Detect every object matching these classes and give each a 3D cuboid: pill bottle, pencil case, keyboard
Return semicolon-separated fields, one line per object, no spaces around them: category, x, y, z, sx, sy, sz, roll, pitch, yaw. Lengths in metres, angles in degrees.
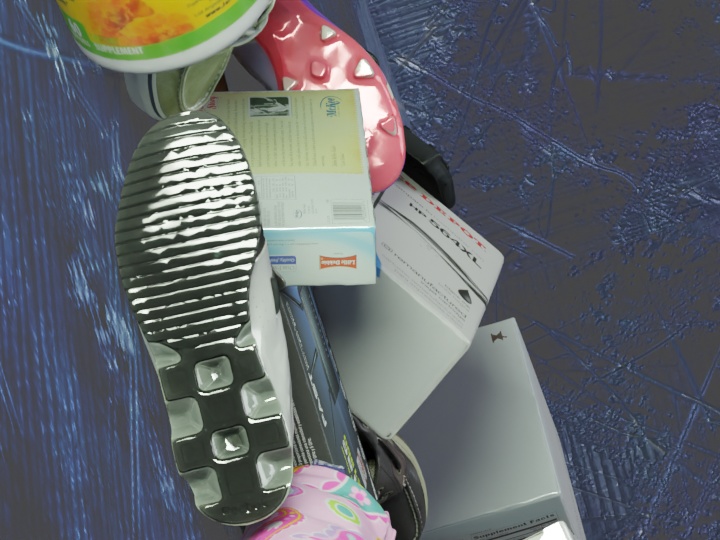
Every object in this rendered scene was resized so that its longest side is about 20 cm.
pill bottle;-0.121;-0.203;1.366;0.111;0.110;0.201;-102;172;-48
pencil case;-0.023;0.160;1.380;0.200;0.087;0.088;-81;153;-77
keyboard;-0.013;-0.121;1.793;0.200;0.040;0.104;37;-10;19

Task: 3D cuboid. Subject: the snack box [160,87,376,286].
snack box;-0.053;-0.048;1.539;0.200;0.115;0.037;-95;-175;-65

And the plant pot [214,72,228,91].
plant pot;-0.118;-0.157;1.724;0.200;0.027;0.201;-17;90;-86

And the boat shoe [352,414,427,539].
boat shoe;-0.012;0.120;1.753;0.066;0.071;0.201;-94;162;-46

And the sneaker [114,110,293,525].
sneaker;-0.073;0.022;1.390;0.089;0.074;0.201;-24;107;-85

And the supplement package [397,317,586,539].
supplement package;0.078;0.163;2.087;0.200;0.150;0.152;66;9;-57

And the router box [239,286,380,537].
router box;-0.039;0.091;1.548;0.150;0.062;0.201;-80;153;-76

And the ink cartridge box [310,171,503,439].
ink cartridge box;0.000;0.000;1.703;0.146;0.084;0.200;39;17;-4

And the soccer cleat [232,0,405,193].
soccer cleat;-0.041;-0.127;1.682;0.200;0.067;0.076;49;-4;7

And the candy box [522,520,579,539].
candy box;0.064;0.217;1.630;0.200;0.167;0.072;47;18;-77

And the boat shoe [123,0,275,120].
boat shoe;-0.077;-0.152;1.508;0.062;0.072;0.201;36;-45;19
